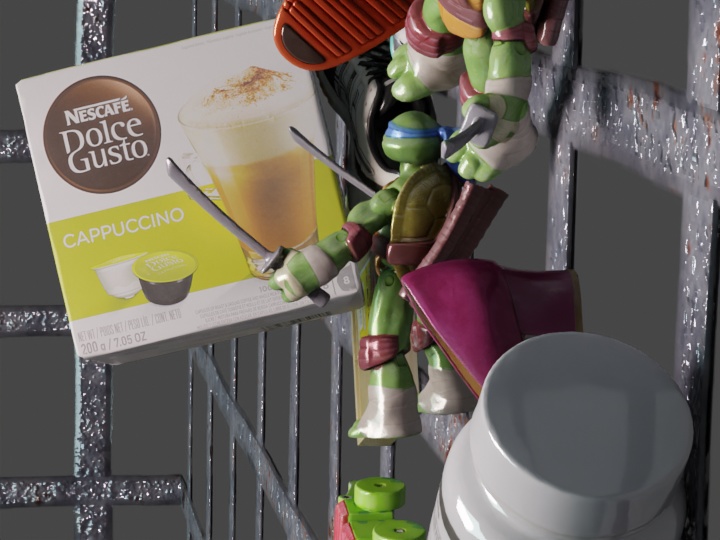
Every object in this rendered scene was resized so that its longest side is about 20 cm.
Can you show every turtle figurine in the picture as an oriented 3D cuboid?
[{"bbox_3d":[0.000,0.000,1.501,0.144,0.200,0.194,-59,-39,-79],"label":"turtle figurine"},{"bbox_3d":[0.029,-0.121,1.270,0.194,0.144,0.200,80,-146,-62],"label":"turtle figurine"}]

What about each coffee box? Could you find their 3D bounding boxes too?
[{"bbox_3d":[-0.114,-0.052,1.695,0.200,0.199,0.198,68,-171,-86],"label":"coffee box"}]

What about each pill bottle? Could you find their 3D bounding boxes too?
[{"bbox_3d":[0.088,0.128,1.124,0.200,0.114,0.114,101,165,-47],"label":"pill bottle"}]

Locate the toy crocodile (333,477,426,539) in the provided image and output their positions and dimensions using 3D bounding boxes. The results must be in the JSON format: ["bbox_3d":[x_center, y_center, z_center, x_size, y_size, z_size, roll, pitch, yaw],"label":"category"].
[{"bbox_3d":[0.008,0.200,1.740,0.200,0.062,0.068,-118,29,-71],"label":"toy crocodile"}]

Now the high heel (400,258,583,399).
[{"bbox_3d":[0.072,0.092,1.268,0.067,0.096,0.200,146,123,-78],"label":"high heel"}]

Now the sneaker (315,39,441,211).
[{"bbox_3d":[0.022,-0.121,1.660,0.088,0.076,0.200,120,139,-59],"label":"sneaker"}]

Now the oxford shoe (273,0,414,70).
[{"bbox_3d":[0.021,-0.197,1.401,0.200,0.071,0.073,-47,19,-3],"label":"oxford shoe"}]

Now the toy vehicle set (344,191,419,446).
[{"bbox_3d":[0.015,0.022,1.796,0.124,0.026,0.200,123,145,-72],"label":"toy vehicle set"}]

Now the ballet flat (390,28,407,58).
[{"bbox_3d":[0.058,-0.214,1.460,0.073,0.073,0.200,123,152,-73],"label":"ballet flat"}]
